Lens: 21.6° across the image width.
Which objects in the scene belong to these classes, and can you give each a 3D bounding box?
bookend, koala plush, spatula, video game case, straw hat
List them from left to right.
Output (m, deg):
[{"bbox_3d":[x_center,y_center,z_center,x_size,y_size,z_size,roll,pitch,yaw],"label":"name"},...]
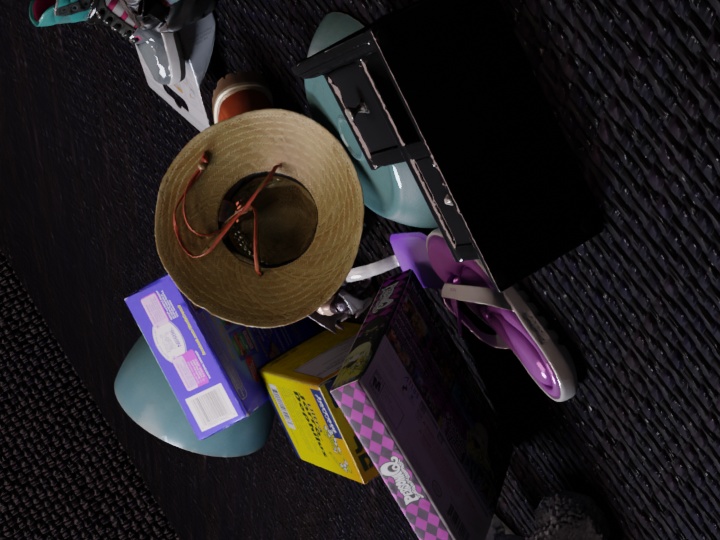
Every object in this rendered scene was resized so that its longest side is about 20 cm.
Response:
[{"bbox_3d":[-0.073,-0.043,1.652,0.202,0.201,0.085,55,-165,17],"label":"straw hat"},{"bbox_3d":[0.000,0.000,1.677,0.199,0.021,0.057,-9,113,38],"label":"spatula"},{"bbox_3d":[0.057,0.127,1.591,0.201,0.036,0.182,59,-152,-20],"label":"video game case"},{"bbox_3d":[0.057,-0.093,1.368,0.200,0.092,0.200,63,164,-8],"label":"bookend"},{"bbox_3d":[0.135,0.287,1.650,0.179,0.183,0.200,64,174,-10],"label":"koala plush"}]

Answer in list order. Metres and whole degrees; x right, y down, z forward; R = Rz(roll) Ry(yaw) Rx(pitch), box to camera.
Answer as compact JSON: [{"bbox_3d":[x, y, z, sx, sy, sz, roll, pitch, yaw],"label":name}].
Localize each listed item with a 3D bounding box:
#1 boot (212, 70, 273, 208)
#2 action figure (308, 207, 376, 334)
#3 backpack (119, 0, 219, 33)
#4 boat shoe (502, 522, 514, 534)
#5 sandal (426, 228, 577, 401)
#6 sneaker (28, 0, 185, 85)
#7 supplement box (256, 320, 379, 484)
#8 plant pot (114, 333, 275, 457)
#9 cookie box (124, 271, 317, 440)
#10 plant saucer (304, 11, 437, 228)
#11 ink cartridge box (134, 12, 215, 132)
[{"bbox_3d":[-0.104,-0.085,1.826,0.201,0.074,0.108,83,173,-51],"label":"boot"},{"bbox_3d":[-0.042,-0.007,1.793,0.129,0.070,0.200,28,159,1],"label":"action figure"},{"bbox_3d":[-0.196,-0.330,1.664,0.167,0.126,0.201,36,152,44],"label":"backpack"},{"bbox_3d":[0.096,0.262,1.854,0.200,0.069,0.071,44,157,43],"label":"boat shoe"},{"bbox_3d":[0.101,0.034,1.515,0.203,0.050,0.083,46,157,41],"label":"sandal"},{"bbox_3d":[-0.253,-0.250,1.808,0.084,0.120,0.201,23,140,64],"label":"sneaker"},{"bbox_3d":[-0.009,0.127,1.875,0.110,0.108,0.200,64,163,-11],"label":"supplement box"},{"bbox_3d":[-0.181,0.109,2.261,0.200,0.199,0.136,45,122,41],"label":"plant pot"},{"bbox_3d":[-0.138,0.060,2.003,0.075,0.200,0.172,-25,95,30],"label":"cookie box"},{"bbox_3d":[0.005,-0.117,1.577,0.200,0.036,0.201,52,161,26],"label":"plant saucer"},{"bbox_3d":[-0.193,-0.251,1.918,0.162,0.057,0.201,42,159,47],"label":"ink cartridge box"}]
